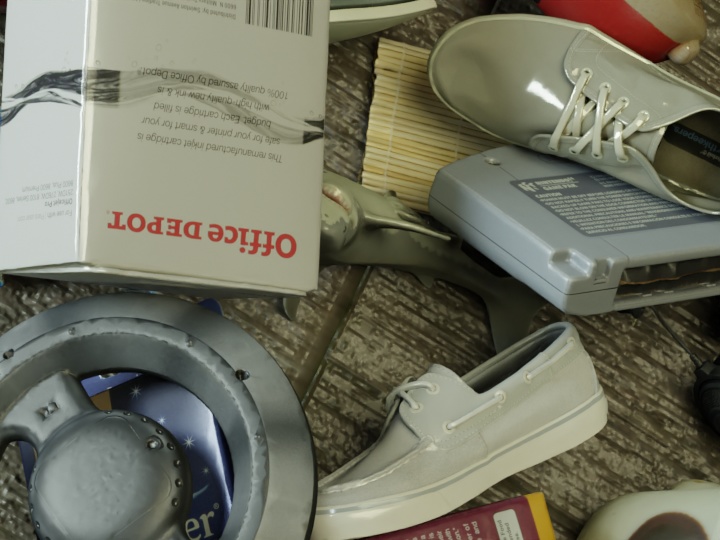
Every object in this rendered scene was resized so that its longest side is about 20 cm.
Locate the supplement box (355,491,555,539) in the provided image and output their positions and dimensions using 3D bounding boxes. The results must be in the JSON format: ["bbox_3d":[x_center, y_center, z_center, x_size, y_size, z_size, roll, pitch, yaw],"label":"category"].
[{"bbox_3d":[0.007,0.193,1.427,0.200,0.086,0.111,-12,82,-27],"label":"supplement box"}]

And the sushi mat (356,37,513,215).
[{"bbox_3d":[0.093,-0.065,1.570,0.200,0.012,0.096,13,72,-22],"label":"sushi mat"}]

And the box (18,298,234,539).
[{"bbox_3d":[-0.104,0.122,1.360,0.032,0.121,0.200,20,52,-56],"label":"box"}]

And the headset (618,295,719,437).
[{"bbox_3d":[0.232,0.041,1.564,0.200,0.094,0.124,19,70,-16],"label":"headset"}]

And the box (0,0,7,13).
[{"bbox_3d":[-0.249,-0.192,1.390,0.200,0.103,0.095,2,77,-26],"label":"box"}]

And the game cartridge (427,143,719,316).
[{"bbox_3d":[0.140,-0.029,1.501,0.200,0.133,0.042,-7,119,-39],"label":"game cartridge"}]

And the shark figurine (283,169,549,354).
[{"bbox_3d":[0.004,-0.001,1.493,0.214,0.128,0.090,25,100,-45],"label":"shark figurine"}]

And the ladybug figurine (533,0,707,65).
[{"bbox_3d":[0.116,-0.184,1.547,0.072,0.136,0.200,-41,67,9],"label":"ladybug figurine"}]

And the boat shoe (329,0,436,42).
[{"bbox_3d":[-0.054,-0.152,1.489,0.200,0.073,0.062,-7,85,-21],"label":"boat shoe"}]

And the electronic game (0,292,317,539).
[{"bbox_3d":[-0.118,0.105,1.315,0.200,0.042,0.200,-4,68,11],"label":"electronic game"}]

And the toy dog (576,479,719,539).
[{"bbox_3d":[0.207,0.152,1.466,0.194,0.200,0.140,27,67,-17],"label":"toy dog"}]

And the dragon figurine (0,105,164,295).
[{"bbox_3d":[-0.173,-0.031,1.411,0.099,0.059,0.200,-31,92,-27],"label":"dragon figurine"}]

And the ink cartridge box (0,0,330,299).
[{"bbox_3d":[-0.096,-0.090,1.358,0.144,0.084,0.200,7,82,-38],"label":"ink cartridge box"}]

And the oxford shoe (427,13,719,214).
[{"bbox_3d":[0.131,-0.084,1.485,0.200,0.058,0.075,22,110,4],"label":"oxford shoe"}]

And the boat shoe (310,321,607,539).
[{"bbox_3d":[0.046,0.081,1.444,0.200,0.072,0.069,-22,101,-28],"label":"boat shoe"}]
